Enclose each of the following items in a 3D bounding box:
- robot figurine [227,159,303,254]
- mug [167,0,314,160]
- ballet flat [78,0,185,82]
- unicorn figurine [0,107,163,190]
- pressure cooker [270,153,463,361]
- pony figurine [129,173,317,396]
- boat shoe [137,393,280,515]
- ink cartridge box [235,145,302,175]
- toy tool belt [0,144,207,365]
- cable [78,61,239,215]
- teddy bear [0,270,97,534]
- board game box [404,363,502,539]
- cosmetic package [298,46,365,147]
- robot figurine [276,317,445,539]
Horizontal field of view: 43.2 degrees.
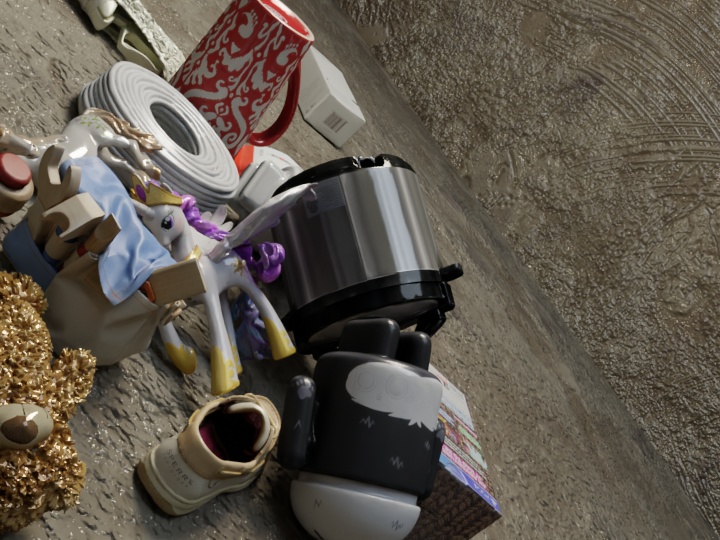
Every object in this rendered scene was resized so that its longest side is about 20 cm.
[{"bbox_3d":[-0.075,-0.049,1.138,0.200,0.114,0.169,42,-15,-24],"label":"robot figurine"},{"bbox_3d":[-0.152,-0.251,1.170,0.133,0.200,0.177,44,20,9],"label":"mug"},{"bbox_3d":[-0.306,-0.318,1.180,0.200,0.072,0.072,45,17,-20],"label":"ballet flat"},{"bbox_3d":[-0.261,-0.099,0.830,0.137,0.074,0.200,39,18,-11],"label":"unicorn figurine"},{"bbox_3d":[-0.001,0.000,0.963,0.177,0.175,0.203,-5,72,-36],"label":"pressure cooker"},{"bbox_3d":[-0.130,-0.003,0.850,0.193,0.165,0.203,-25,98,-59],"label":"pony figurine"},{"bbox_3d":[-0.102,0.138,0.746,0.074,0.069,0.200,52,17,4],"label":"boat shoe"},{"bbox_3d":[-0.133,-0.140,1.289,0.200,0.050,0.163,47,16,-25],"label":"ink cartridge box"},{"bbox_3d":[-0.210,-0.034,0.707,0.201,0.123,0.125,52,25,2],"label":"toy tool belt"},{"bbox_3d":[-0.223,-0.142,1.016,0.200,0.069,0.201,42,19,-28],"label":"cable"},{"bbox_3d":[-0.230,0.062,0.574,0.145,0.067,0.201,38,21,-32],"label":"teddy bear"},{"bbox_3d":[0.054,0.186,1.012,0.159,0.097,0.201,43,18,-25],"label":"board game box"},{"bbox_3d":[-0.074,-0.356,1.841,0.112,0.081,0.201,34,25,-41],"label":"cosmetic package"},{"bbox_3d":[0.005,0.148,0.820,0.148,0.203,0.125,11,-15,3],"label":"robot figurine"}]
